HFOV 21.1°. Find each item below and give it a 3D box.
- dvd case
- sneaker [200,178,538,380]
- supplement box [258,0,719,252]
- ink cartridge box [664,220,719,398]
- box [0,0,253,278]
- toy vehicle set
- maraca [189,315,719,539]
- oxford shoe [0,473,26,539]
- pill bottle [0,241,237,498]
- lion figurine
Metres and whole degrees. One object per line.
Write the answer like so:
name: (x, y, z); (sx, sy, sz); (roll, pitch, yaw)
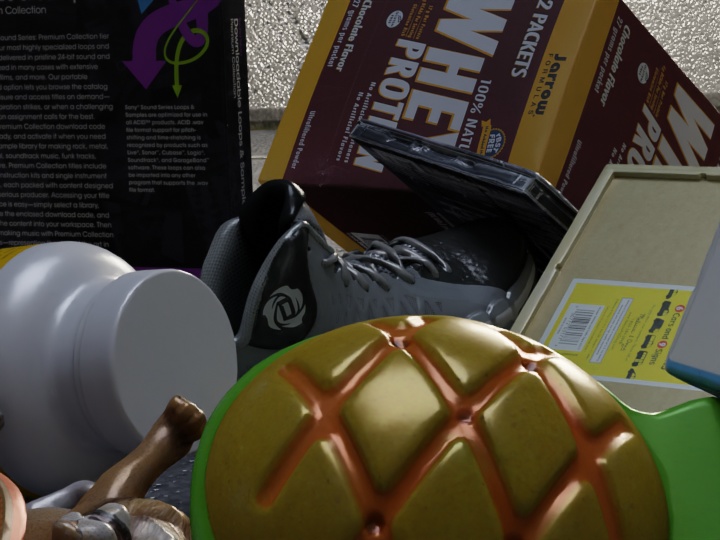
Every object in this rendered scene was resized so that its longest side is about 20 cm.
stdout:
dvd case: (0.101, -0.006, 0.979); (0.200, 0.016, 0.148); (39, -9, -35)
sneaker: (0.000, 0.000, 0.859); (0.075, 0.116, 0.200); (8, 36, 44)
supplement box: (0.089, -0.061, 1.141); (0.199, 0.133, 0.197); (6, -22, 41)
ink cartridge box: (0.240, 0.013, 0.644); (0.199, 0.147, 0.147); (24, -3, -25)
box: (-0.123, -0.071, 0.936); (0.142, 0.201, 0.036); (2, 11, 18)
toy vehicle set: (0.121, 0.033, 0.793); (0.124, 0.027, 0.200); (5, 46, 35)
maraca: (0.046, 0.078, 0.607); (0.199, 0.138, 0.107); (10, -35, -1)
oxford shoe: (-0.139, 0.092, 0.551); (0.072, 0.071, 0.200); (25, 6, -22)
pill bottle: (-0.150, 0.043, 0.806); (0.199, 0.105, 0.104); (-6, 5, 37)
lion figurine: (-0.113, 0.100, 0.658); (0.199, 0.073, 0.123); (-13, 27, 46)
